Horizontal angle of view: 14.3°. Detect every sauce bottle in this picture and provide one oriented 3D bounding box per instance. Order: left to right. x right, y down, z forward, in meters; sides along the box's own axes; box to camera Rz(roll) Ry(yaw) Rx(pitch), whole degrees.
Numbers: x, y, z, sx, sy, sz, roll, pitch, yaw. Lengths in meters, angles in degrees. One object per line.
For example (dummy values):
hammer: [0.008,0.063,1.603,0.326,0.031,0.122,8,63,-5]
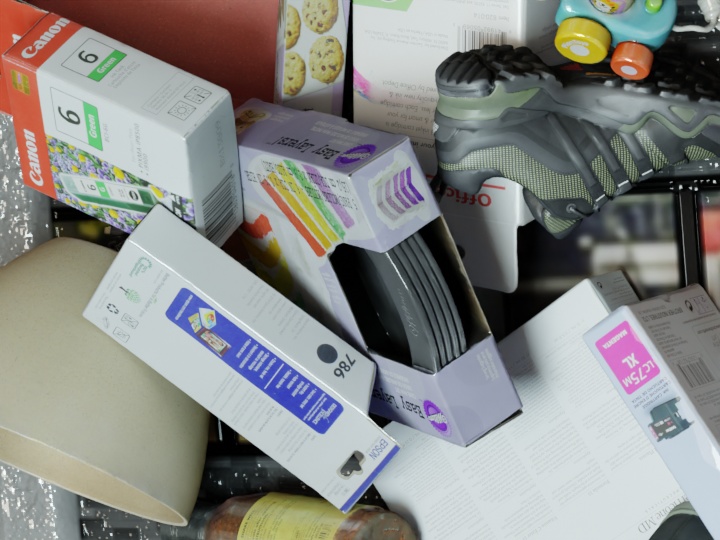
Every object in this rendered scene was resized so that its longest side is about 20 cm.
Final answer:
sauce bottle: [-0.049,0.168,1.779,0.200,0.066,0.066,6,100,48]

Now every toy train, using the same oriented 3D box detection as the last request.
toy train: [0.135,-0.207,1.597,0.200,0.150,0.056,55,163,16]

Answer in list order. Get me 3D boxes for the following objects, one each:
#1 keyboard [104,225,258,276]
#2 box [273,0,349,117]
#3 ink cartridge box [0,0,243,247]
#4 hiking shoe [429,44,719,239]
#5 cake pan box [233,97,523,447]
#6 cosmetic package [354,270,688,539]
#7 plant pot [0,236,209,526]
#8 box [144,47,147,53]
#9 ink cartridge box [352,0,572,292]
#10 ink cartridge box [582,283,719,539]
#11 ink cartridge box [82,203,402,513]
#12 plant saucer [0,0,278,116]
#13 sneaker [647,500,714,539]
keyboard: [-0.099,0.014,1.837,0.200,0.021,0.127,-15,95,30]
box: [-0.029,-0.135,1.709,0.041,0.039,0.200,-1,131,-8]
ink cartridge box: [-0.165,-0.089,1.692,0.200,0.050,0.109,24,143,23]
hiking shoe: [0.132,-0.070,1.624,0.200,0.076,0.101,5,115,-11]
cake pan box: [0.000,0.000,1.666,0.200,0.052,0.184,19,138,58]
cosmetic package: [0.113,0.117,1.708,0.200,0.052,0.151,-37,76,29]
plant pot: [-0.173,0.058,1.786,0.200,0.200,0.135,17,77,27]
box: [-0.151,-0.200,1.822,0.122,0.048,0.200,39,113,20]
ink cartridge box: [0.060,-0.097,1.691,0.117,0.067,0.200,11,112,29]
ink cartridge box: [0.212,0.103,1.609,0.042,0.119,0.200,-41,77,25]
ink cartridge box: [-0.063,0.053,1.679,0.200,0.039,0.099,38,143,0]
plant saucer: [-0.119,-0.175,1.743,0.200,0.037,0.200,8,125,0]
sneaker: [0.153,0.228,1.639,0.075,0.106,0.200,30,135,24]
